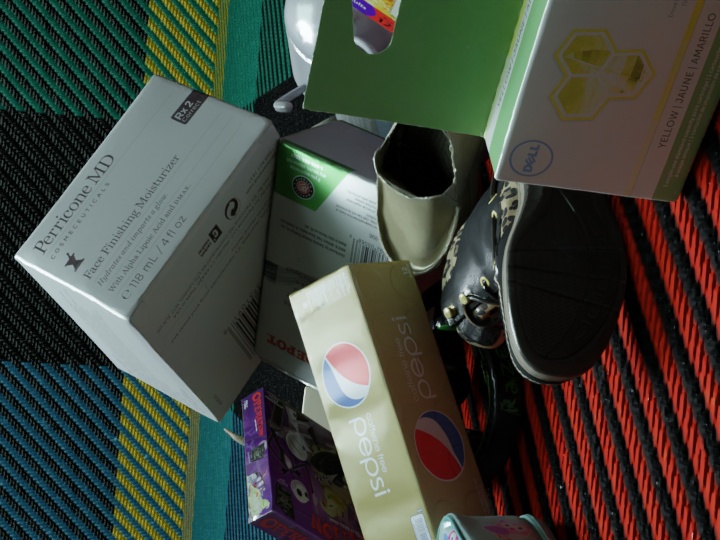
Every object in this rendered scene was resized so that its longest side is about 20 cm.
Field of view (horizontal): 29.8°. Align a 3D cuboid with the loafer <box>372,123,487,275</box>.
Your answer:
[{"bbox_3d":[0.041,-0.066,0.917,0.076,0.068,0.200,37,142,21],"label":"loafer"}]

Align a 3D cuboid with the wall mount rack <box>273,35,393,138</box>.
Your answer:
[{"bbox_3d":[0.016,-0.097,1.156,0.174,0.075,0.200,5,122,41],"label":"wall mount rack"}]

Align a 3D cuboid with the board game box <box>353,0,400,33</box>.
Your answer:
[{"bbox_3d":[0.075,-0.181,0.828,0.046,0.151,0.200,-59,6,-15],"label":"board game box"}]

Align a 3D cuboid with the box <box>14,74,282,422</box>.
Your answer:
[{"bbox_3d":[-0.144,-0.016,1.129,0.199,0.131,0.200,-57,-30,-17],"label":"box"}]

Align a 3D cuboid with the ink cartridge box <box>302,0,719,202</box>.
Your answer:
[{"bbox_3d":[0.082,-0.114,0.669,0.048,0.200,0.146,-98,18,-51],"label":"ink cartridge box"}]

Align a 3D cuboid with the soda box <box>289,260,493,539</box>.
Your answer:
[{"bbox_3d":[0.022,0.096,0.931,0.064,0.068,0.200,-27,75,40],"label":"soda box"}]

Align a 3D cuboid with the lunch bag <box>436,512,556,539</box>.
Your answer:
[{"bbox_3d":[0.085,0.251,0.823,0.160,0.077,0.200,-116,33,-68],"label":"lunch bag"}]

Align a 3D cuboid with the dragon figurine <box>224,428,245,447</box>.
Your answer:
[{"bbox_3d":[-0.080,0.199,1.430,0.099,0.200,0.059,-37,66,36],"label":"dragon figurine"}]

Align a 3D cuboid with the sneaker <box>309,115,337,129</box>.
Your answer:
[{"bbox_3d":[-0.018,-0.095,1.397,0.106,0.075,0.200,62,-173,0],"label":"sneaker"}]

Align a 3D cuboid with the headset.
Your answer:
[{"bbox_3d":[0.042,0.109,0.999,0.200,0.094,0.124,-45,48,51],"label":"headset"}]

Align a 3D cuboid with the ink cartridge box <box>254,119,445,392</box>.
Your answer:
[{"bbox_3d":[0.000,0.000,1.096,0.146,0.083,0.200,26,122,28],"label":"ink cartridge box"}]

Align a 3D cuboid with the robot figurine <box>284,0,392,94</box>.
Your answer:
[{"bbox_3d":[-0.011,-0.218,1.253,0.200,0.113,0.170,86,160,-73],"label":"robot figurine"}]

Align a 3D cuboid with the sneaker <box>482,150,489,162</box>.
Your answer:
[{"bbox_3d":[0.072,-0.159,1.020,0.089,0.080,0.200,97,168,-51],"label":"sneaker"}]

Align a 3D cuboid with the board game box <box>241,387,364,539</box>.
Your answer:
[{"bbox_3d":[-0.017,0.187,1.086,0.032,0.200,0.120,-30,43,26],"label":"board game box"}]

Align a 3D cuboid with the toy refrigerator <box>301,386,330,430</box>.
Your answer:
[{"bbox_3d":[-0.036,0.215,1.323,0.076,0.070,0.200,70,-154,-86],"label":"toy refrigerator"}]

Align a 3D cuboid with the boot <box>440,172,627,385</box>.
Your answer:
[{"bbox_3d":[0.100,0.005,0.839,0.151,0.073,0.200,115,159,-55],"label":"boot"}]
